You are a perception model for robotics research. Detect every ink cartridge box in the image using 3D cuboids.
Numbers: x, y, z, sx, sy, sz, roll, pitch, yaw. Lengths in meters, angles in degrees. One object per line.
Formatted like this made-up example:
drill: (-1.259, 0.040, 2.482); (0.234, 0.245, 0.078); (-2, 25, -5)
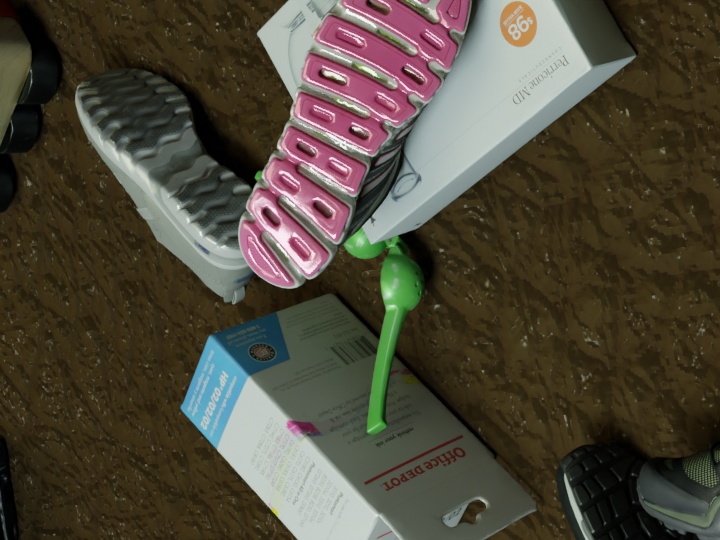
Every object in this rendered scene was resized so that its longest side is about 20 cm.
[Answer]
ink cartridge box: (-0.002, 0.113, 1.031); (0.200, 0.114, 0.068); (44, 129, 25)

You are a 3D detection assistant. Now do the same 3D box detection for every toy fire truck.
toy fire truck: (-0.341, -0.159, 1.279); (0.201, 0.128, 0.177); (57, 134, 30)

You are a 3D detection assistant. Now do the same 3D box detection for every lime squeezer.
lime squeezer: (0.000, 0.000, 1.040); (0.071, 0.038, 0.201); (-40, 58, 24)

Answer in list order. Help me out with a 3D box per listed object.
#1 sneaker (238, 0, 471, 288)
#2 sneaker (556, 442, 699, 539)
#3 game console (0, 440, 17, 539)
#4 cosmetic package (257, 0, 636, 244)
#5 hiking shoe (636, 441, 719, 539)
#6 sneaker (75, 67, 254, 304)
sneaker: (-0.001, -0.087, 0.933); (0.073, 0.087, 0.201); (29, 104, 2)
sneaker: (0.159, 0.196, 0.938); (0.201, 0.075, 0.088); (57, 139, 14)
game console: (-0.342, 0.247, 1.393); (0.174, 0.116, 0.203); (4, 105, 42)
cosmetic package: (0.042, -0.130, 0.964); (0.200, 0.051, 0.152); (-38, 79, 43)
hiking shoe: (0.228, 0.079, 0.846); (0.198, 0.075, 0.102); (-11, 87, 35)
sneaker: (-0.135, -0.057, 1.135); (0.201, 0.074, 0.083); (52, 148, 30)
